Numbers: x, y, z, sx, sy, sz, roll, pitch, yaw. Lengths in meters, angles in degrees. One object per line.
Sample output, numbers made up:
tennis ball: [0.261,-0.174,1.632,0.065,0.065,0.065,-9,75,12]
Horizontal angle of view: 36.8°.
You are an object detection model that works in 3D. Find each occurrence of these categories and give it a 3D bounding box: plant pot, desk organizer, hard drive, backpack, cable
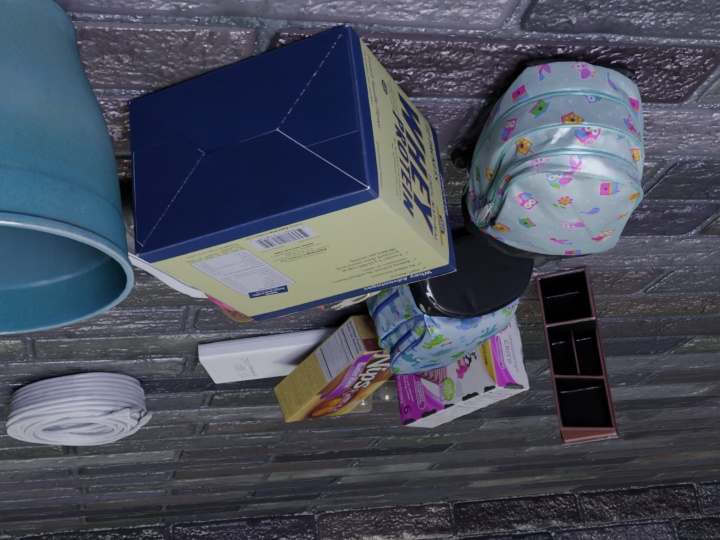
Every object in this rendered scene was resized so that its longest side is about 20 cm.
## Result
plant pot: [-0.250,-0.079,0.708,0.197,0.191,0.200,-5,160,-2]
desk organizer: [0.267,0.105,1.345,0.071,0.203,0.077,-10,158,11]
hard drive: [-0.116,0.119,1.505,0.197,0.027,0.132,-8,159,1]
backpack: [0.171,-0.088,0.911,0.164,0.128,0.201,-2,156,-4]
backpack: [0.086,0.037,1.219,0.161,0.156,0.199,-14,180,-31]
cable: [-0.412,0.204,1.577,0.197,0.070,0.200,3,158,-22]

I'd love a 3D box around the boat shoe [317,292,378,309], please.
boat shoe: [0.000,0.000,1.157,0.062,0.072,0.199,22,153,-28]

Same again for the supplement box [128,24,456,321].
supplement box: [-0.050,-0.066,0.881,0.197,0.136,0.200,-14,158,19]

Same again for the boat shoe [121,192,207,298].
boat shoe: [-0.171,-0.029,1.051,0.066,0.071,0.199,-18,149,32]

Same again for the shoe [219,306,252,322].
shoe: [-0.080,-0.013,1.143,0.070,0.054,0.199,44,129,-16]

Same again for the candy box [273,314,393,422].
candy box: [-0.014,0.129,1.446,0.116,0.057,0.200,-2,150,-42]

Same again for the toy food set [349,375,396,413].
toy food set: [-0.014,0.187,1.668,0.141,0.061,0.200,1,157,-21]

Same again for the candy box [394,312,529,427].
candy box: [0.123,0.115,1.413,0.060,0.138,0.199,7,155,-35]

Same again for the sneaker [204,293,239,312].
sneaker: [-0.063,-0.023,1.043,0.198,0.089,0.081,-21,143,14]
